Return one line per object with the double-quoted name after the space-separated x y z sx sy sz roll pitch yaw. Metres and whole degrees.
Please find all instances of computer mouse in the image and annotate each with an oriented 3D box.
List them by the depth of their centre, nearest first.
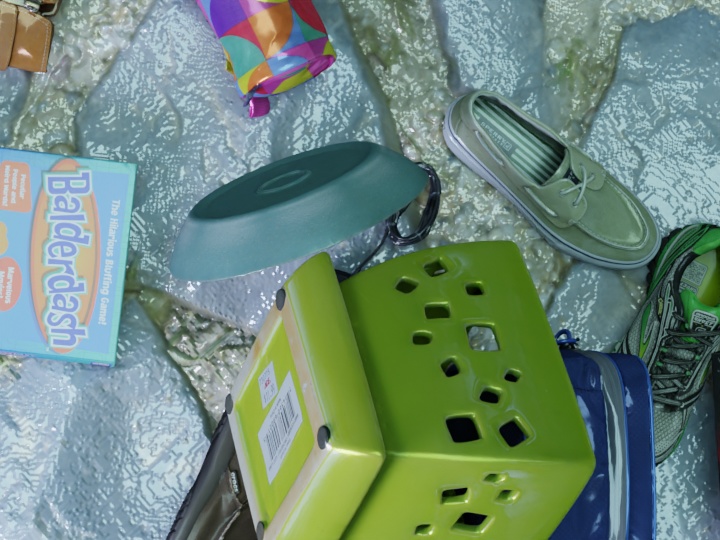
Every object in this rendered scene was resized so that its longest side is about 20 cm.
0.000 0.000 1.476 0.059 0.034 0.200 34 74 13 "computer mouse"

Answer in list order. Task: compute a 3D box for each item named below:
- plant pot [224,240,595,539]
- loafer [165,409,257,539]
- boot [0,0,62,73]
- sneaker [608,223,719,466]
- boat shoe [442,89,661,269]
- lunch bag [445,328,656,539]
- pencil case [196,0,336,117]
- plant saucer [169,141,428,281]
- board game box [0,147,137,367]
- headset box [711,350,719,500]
0.021 0.108 1.323 0.181 0.200 0.200 3 49 -25 "plant pot"
-0.095 0.177 1.413 0.071 0.073 0.201 25 80 -4 "loafer"
-0.290 -0.248 1.431 0.155 0.077 0.201 10 85 -6 "boot"
0.239 0.054 1.475 0.078 0.085 0.201 18 82 -6 "sneaker"
0.150 -0.068 1.486 0.200 0.062 0.072 34 80 -4 "boat shoe"
0.145 0.143 1.421 0.132 0.136 0.201 3 85 -24 "lunch bag"
-0.095 -0.222 1.458 0.088 0.088 0.201 -23 87 -11 "pencil case"
-0.050 -0.050 1.383 0.199 0.200 0.036 -24 106 -11 "plant saucer"
-0.272 -0.015 1.424 0.199 0.045 0.153 6 82 -9 "board game box"
0.347 0.156 1.429 0.075 0.148 0.201 -10 98 -47 "headset box"
